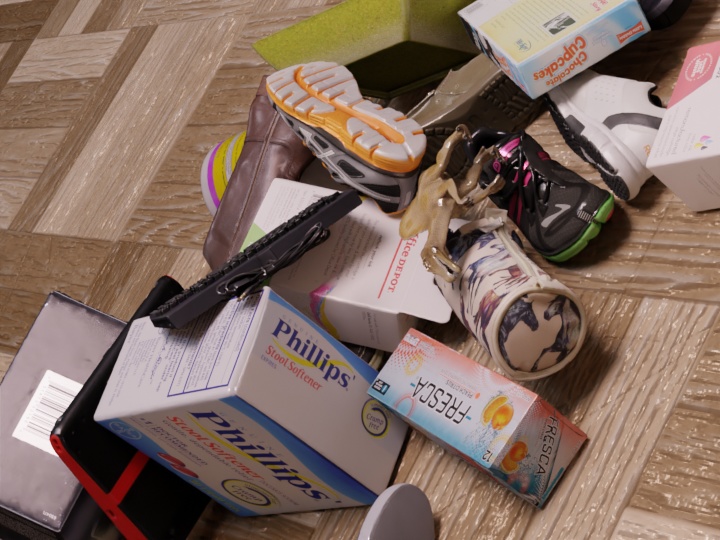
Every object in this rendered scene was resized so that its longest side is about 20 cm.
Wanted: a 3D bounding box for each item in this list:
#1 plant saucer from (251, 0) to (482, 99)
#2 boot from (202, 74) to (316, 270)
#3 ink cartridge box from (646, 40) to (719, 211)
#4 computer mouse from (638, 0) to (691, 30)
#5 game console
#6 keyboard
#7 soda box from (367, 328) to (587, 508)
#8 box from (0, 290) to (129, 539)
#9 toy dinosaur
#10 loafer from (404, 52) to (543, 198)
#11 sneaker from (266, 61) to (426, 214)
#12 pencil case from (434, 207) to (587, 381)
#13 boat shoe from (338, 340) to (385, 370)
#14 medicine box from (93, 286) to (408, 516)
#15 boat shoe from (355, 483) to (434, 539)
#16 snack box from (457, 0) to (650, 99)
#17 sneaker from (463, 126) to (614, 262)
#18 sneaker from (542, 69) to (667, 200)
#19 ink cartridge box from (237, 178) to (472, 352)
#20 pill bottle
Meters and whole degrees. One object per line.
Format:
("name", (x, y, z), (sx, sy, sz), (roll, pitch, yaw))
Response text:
("plant saucer", (0.032, -0.212, 1.710), (0.199, 0.199, 0.048), (-18, 77, 38))
("boot", (-0.059, -0.071, 1.662), (0.185, 0.064, 0.202), (16, 84, 45))
("ink cartridge box", (0.318, -0.119, 1.309), (0.199, 0.067, 0.117), (-9, 51, 50))
("computer mouse", (0.261, -0.272, 1.573), (0.142, 0.046, 0.200), (-63, 20, -3))
("game console", (-0.176, 0.133, 1.590), (0.031, 0.177, 0.201), (-6, 41, 43))
("keyboard", (-0.082, -0.011, 1.470), (0.199, 0.021, 0.127), (-36, 15, -22))
("soda box", (0.087, 0.111, 1.387), (0.069, 0.063, 0.200), (-54, 29, -5))
("box", (-0.264, 0.160, 1.669), (0.199, 0.122, 0.201), (85, -151, -68))
("toy dinosaur", (0.066, -0.069, 1.452), (0.101, 0.058, 0.201), (-45, 21, 18))
("loafer", (0.090, -0.138, 1.644), (0.199, 0.076, 0.068), (-33, 30, 20))
("sneaker", (-0.019, -0.119, 1.571), (0.078, 0.078, 0.200), (-24, 45, -25))
("pencil case", (0.115, 0.018, 1.396), (0.200, 0.077, 0.091), (-124, 35, -70))
("boat shoe", (-0.026, 0.029, 1.625), (0.072, 0.066, 0.202), (-39, 32, 20))
("medicine box", (-0.089, 0.116, 1.505), (0.199, 0.182, 0.104), (-13, 48, 48))
("boat shoe", (0.000, 0.258, 1.356), (0.066, 0.070, 0.202), (-12, 56, 46))
("snack box", (0.164, -0.217, 1.552), (0.115, 0.037, 0.200), (-31, 24, 1))
("sneaker", (0.140, -0.068, 1.483), (0.077, 0.084, 0.200), (-52, 30, -1))
("sneaker", (0.209, -0.129, 1.486), (0.080, 0.074, 0.200), (-34, 36, 1))
("ink cartridge box", (0.000, 0.000, 1.558), (0.198, 0.068, 0.118), (13, 55, 16))
("pill bottle", (-0.062, -0.108, 1.783), (0.199, 0.104, 0.105), (-21, 42, 43))
